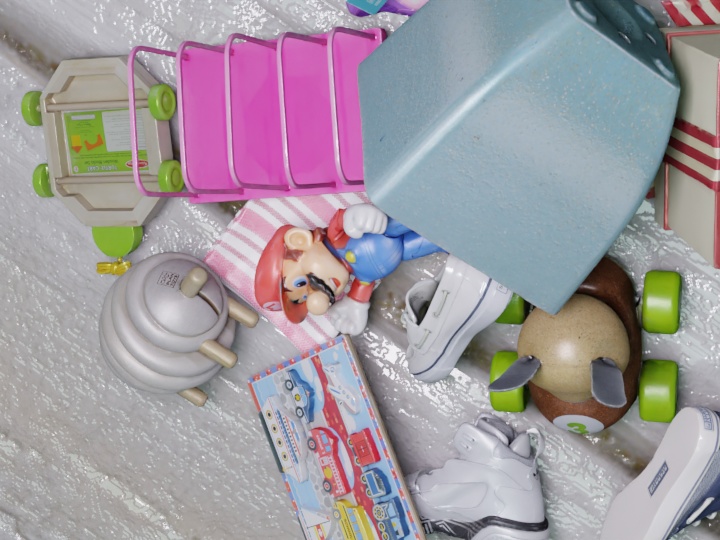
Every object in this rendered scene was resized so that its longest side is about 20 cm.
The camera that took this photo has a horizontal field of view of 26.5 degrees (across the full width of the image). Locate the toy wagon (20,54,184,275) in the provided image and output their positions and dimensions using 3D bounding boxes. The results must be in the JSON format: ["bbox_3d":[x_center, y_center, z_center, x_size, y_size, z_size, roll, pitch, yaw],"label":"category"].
[{"bbox_3d":[-0.235,-0.096,1.420,0.154,0.040,0.202,1,105,26],"label":"toy wagon"}]

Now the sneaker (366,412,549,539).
[{"bbox_3d":[0.079,0.188,1.400,0.198,0.075,0.116,5,95,21],"label":"sneaker"}]

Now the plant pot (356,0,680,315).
[{"bbox_3d":[0.135,-0.129,1.189,0.195,0.197,0.200,30,122,-24],"label":"plant pot"}]

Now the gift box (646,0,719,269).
[{"bbox_3d":[0.311,-0.112,1.191,0.197,0.187,0.187,1,105,-4],"label":"gift box"}]

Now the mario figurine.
[{"bbox_3d":[0.000,0.000,1.330,0.198,0.106,0.125,-19,102,15],"label":"mario figurine"}]

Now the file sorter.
[{"bbox_3d":[-0.087,-0.132,1.313,0.198,0.125,0.141,-3,92,21],"label":"file sorter"}]

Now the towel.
[{"bbox_3d":[-0.038,-0.034,1.396,0.146,0.030,0.201,39,110,2],"label":"towel"}]

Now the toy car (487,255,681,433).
[{"bbox_3d":[0.178,0.080,1.274,0.162,0.200,0.160,3,105,15],"label":"toy car"}]

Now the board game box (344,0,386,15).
[{"bbox_3d":[-0.001,-0.335,1.252,0.151,0.047,0.201,-45,61,21],"label":"board game box"}]

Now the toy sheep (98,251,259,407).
[{"bbox_3d":[-0.172,0.049,1.396,0.138,0.138,0.200,41,139,2],"label":"toy sheep"}]

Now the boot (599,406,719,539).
[{"bbox_3d":[0.290,0.205,1.346,0.089,0.073,0.201,12,130,-18],"label":"boot"}]

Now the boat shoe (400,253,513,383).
[{"bbox_3d":[0.069,0.033,1.319,0.066,0.074,0.200,22,147,-8],"label":"boat shoe"}]

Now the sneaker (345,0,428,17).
[{"bbox_3d":[0.082,-0.227,1.279,0.198,0.080,0.090,-6,92,16],"label":"sneaker"}]

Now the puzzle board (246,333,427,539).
[{"bbox_3d":[-0.027,0.174,1.399,0.150,0.017,0.202,-26,82,44],"label":"puzzle board"}]
